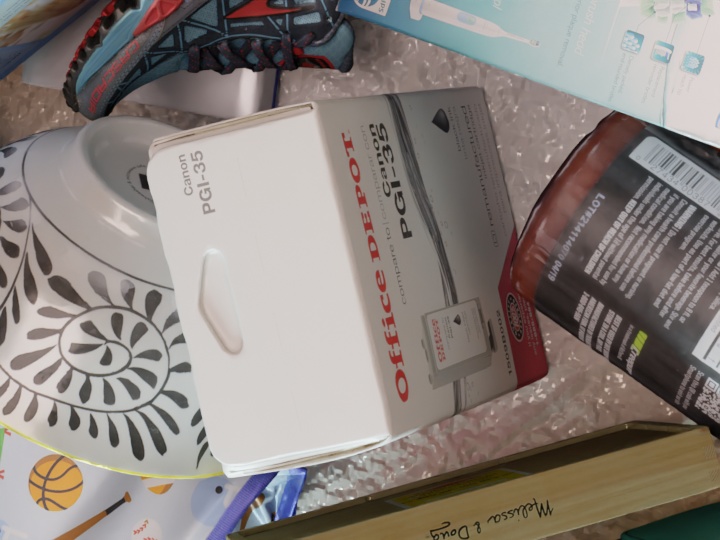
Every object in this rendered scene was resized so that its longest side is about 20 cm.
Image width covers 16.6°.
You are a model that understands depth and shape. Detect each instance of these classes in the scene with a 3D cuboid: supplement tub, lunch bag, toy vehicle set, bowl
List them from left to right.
[{"bbox_3d":[-0.131,0.121,1.195,0.170,0.124,0.200,34,115,17],"label":"lunch bag"},{"bbox_3d":[-0.103,-0.007,1.116,0.201,0.201,0.094,37,122,16],"label":"bowl"},{"bbox_3d":[0.045,0.104,1.069,0.200,0.124,0.027,-15,90,-7],"label":"toy vehicle set"},{"bbox_3d":[0.170,0.020,1.063,0.200,0.107,0.107,36,108,15],"label":"supplement tub"}]

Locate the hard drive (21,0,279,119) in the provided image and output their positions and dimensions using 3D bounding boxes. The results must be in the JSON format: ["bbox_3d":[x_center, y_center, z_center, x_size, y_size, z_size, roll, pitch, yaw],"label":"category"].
[{"bbox_3d":[-0.093,-0.181,1.197,0.132,0.025,0.200,11,100,21],"label":"hard drive"}]

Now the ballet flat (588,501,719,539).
[{"bbox_3d":[0.120,0.143,1.075,0.071,0.200,0.071,172,90,-67],"label":"ballet flat"}]

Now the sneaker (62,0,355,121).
[{"bbox_3d":[-0.044,-0.120,1.132,0.200,0.079,0.096,-37,100,5],"label":"sneaker"}]

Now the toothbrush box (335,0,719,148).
[{"bbox_3d":[0.114,-0.118,1.050,0.200,0.146,0.085,23,104,20],"label":"toothbrush box"}]

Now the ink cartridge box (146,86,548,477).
[{"bbox_3d":[0.000,0.000,1.081,0.083,0.200,0.147,-13,91,23],"label":"ink cartridge box"}]

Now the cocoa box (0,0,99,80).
[{"bbox_3d":[-0.172,-0.175,1.106,0.200,0.133,0.131,-35,85,25],"label":"cocoa box"}]
